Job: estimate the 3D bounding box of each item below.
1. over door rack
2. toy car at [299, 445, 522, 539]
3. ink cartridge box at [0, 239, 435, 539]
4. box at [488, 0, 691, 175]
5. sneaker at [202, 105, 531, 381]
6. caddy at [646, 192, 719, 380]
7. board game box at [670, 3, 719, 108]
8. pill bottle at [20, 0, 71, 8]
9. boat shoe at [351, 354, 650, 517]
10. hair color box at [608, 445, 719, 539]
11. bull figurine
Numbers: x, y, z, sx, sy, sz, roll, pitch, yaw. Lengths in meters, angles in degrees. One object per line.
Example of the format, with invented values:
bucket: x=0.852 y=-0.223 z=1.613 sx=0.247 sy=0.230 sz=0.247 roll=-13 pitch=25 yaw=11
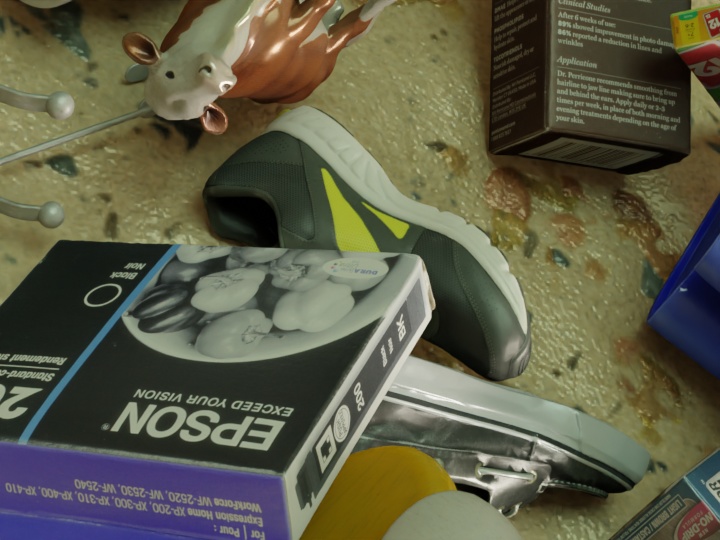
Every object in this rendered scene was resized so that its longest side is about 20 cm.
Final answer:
over door rack: x=-0.142 y=-0.102 z=0.932 sx=0.067 sy=0.148 sz=0.200 roll=34 pitch=45 yaw=23
toy car: x=-0.022 y=0.173 z=0.818 sx=0.200 sy=0.175 sz=0.150 roll=-42 pitch=125 yaw=-28
ink cartridge box: x=-0.094 y=0.061 z=0.835 sx=0.198 sy=0.043 sz=0.200 roll=3 pitch=39 yaw=27
box: x=0.133 y=-0.163 z=1.140 sx=0.100 sy=0.075 sz=0.200 roll=8 pitch=80 yaw=-24
sneaker: x=0.000 y=0.000 z=0.991 sx=0.085 sy=0.075 sz=0.200 roll=-33 pitch=56 yaw=-29
caddy: x=0.249 y=-0.014 z=1.092 sx=0.105 sy=0.141 sz=0.200 roll=34 pitch=58 yaw=4
board game box: x=0.253 y=-0.115 z=1.144 sx=0.200 sy=0.095 sz=0.030 roll=26 pitch=57 yaw=-64
pill bottle: x=-0.110 y=-0.213 z=1.060 sx=0.112 sy=0.112 sz=0.200 roll=49 pitch=49 yaw=10
boat shoe: x=0.056 y=0.091 z=0.969 sx=0.200 sy=0.072 sz=0.071 roll=19 pitch=83 yaw=-30
hair color box: x=0.217 y=0.107 z=1.020 sx=0.200 sy=0.100 sz=0.061 roll=-29 pitch=74 yaw=-40
bull figurine: x=-0.044 y=-0.124 z=0.987 sx=0.065 sy=0.121 sz=0.200 roll=50 pitch=11 yaw=2
